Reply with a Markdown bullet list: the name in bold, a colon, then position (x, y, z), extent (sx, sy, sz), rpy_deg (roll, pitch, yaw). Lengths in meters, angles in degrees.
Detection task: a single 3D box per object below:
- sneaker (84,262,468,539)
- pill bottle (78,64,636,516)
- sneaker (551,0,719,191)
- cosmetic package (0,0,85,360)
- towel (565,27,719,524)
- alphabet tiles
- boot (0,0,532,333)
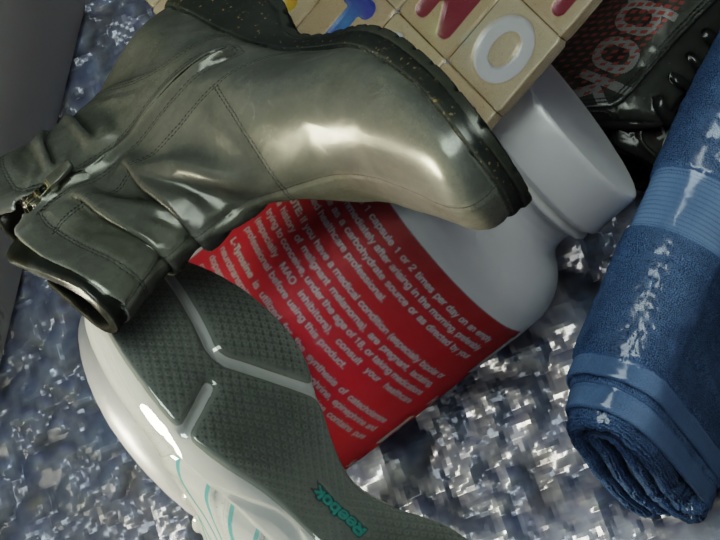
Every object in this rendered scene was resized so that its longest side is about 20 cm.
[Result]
- **sneaker**: position (-0.034, 0.084, 0.894), extent (0.201, 0.080, 0.070), rpy_deg (50, 45, 5)
- **pill bottle**: position (0.000, 0.000, 0.962), extent (0.200, 0.112, 0.113), rpy_deg (-38, 64, 15)
- **sneaker**: position (0.119, -0.089, 1.024), extent (0.200, 0.071, 0.098), rpy_deg (-34, 65, -1)
- **cosmetic package**: position (-0.182, -0.047, 1.052), extent (0.084, 0.108, 0.202), rpy_deg (4, 67, 15)
- **towel**: position (0.134, -0.012, 0.965), extent (0.048, 0.112, 0.201), rpy_deg (17, 72, 31)
- **alphabet tiles**: position (0.008, -0.124, 0.933), extent (0.167, 0.008, 0.200), rpy_deg (-49, 50, 9)
- **boot**: position (-0.042, -0.023, 0.857), extent (0.131, 0.068, 0.200), rpy_deg (-45, 39, -14)
